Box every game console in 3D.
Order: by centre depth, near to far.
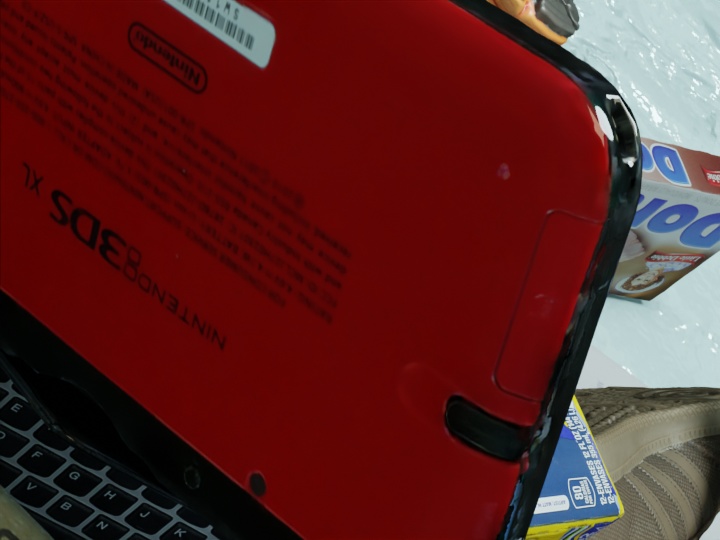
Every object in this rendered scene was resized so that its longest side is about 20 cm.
[{"bbox_3d":[-0.008,-0.006,0.565,0.118,0.173,0.200,-12,37,-45],"label":"game console"}]

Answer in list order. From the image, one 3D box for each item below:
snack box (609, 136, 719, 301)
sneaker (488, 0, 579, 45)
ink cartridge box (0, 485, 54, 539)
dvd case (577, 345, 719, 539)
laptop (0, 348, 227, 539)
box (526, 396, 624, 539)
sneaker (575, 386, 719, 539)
[{"bbox_3d":[0.065,-0.027,1.013,0.199,0.072,0.024,10,51,-44],"label":"snack box"},{"bbox_3d":[0.004,-0.116,0.796,0.076,0.078,0.200,57,13,-30],"label":"sneaker"},{"bbox_3d":[-0.143,0.074,0.606,0.200,0.165,0.075,46,58,-9],"label":"ink cartridge box"},{"bbox_3d":[0.099,0.097,0.994,0.200,0.018,0.143,36,38,-23],"label":"dvd case"},{"bbox_3d":[-0.053,0.088,0.667,0.187,0.200,0.116,32,37,-27],"label":"laptop"},{"bbox_3d":[0.000,0.000,0.814,0.064,0.070,0.201,-2,62,-47],"label":"box"},{"bbox_3d":[0.082,0.083,0.929,0.200,0.070,0.076,-8,99,-59],"label":"sneaker"}]
